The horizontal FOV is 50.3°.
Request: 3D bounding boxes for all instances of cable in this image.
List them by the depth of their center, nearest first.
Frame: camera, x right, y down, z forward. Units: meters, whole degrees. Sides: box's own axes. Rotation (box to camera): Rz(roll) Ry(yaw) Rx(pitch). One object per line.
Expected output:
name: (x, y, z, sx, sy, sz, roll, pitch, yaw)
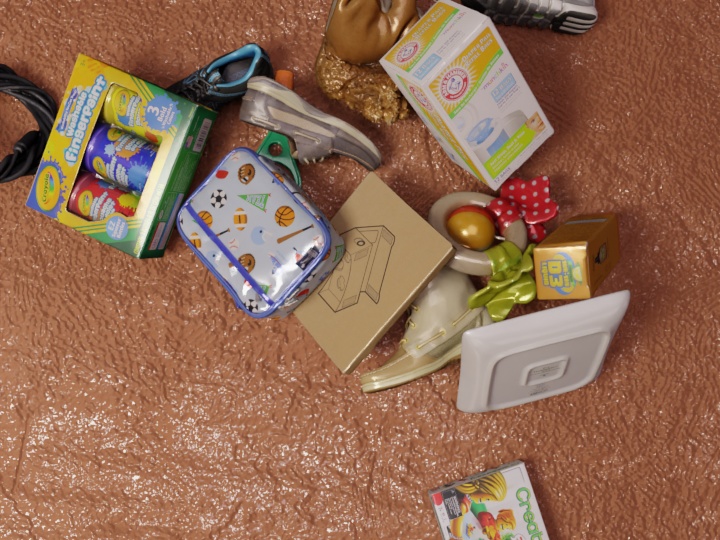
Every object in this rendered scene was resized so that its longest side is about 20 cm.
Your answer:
cable: (-0.450, -0.180, 0.935, 0.163, 0.051, 0.200, 50, 39, 9)

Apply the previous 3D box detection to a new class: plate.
plate: (0.217, 0.110, 0.919, 0.198, 0.200, 0.032, -14, 55, -6)

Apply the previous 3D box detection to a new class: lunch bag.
lunch bag: (-0.126, -0.039, 0.951, 0.160, 0.076, 0.200, -45, 73, 9)

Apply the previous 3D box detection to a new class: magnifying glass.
magnifying glass: (-0.112, -0.168, 1.024, 0.079, 0.022, 0.201, 6, 84, -3)

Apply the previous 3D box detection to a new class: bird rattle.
bird rattle: (0.163, -0.051, 0.954, 0.162, 0.113, 0.201, 15, 58, 0)

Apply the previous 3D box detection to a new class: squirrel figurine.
squirrel figurine: (0.044, -0.290, 1.008, 0.186, 0.142, 0.201, 17, 96, -11)

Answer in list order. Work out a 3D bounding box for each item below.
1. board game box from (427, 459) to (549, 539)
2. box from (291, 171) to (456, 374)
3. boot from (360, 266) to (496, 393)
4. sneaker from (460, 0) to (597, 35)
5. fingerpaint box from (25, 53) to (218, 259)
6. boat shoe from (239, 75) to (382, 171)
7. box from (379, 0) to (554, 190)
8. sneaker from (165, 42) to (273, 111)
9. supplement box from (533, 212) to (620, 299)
board game box: (0.175, 0.356, 0.961, 0.126, 0.035, 0.201, -17, 84, -6)
box: (0.000, 0.000, 0.942, 0.200, 0.021, 0.164, -50, 57, 9)
boot: (0.066, 0.055, 0.973, 0.199, 0.073, 0.156, -24, 86, -13)
sneaker: (0.231, -0.401, 1.054, 0.199, 0.075, 0.116, 11, 77, -12)
fingerpaint box: (-0.295, -0.138, 0.946, 0.166, 0.073, 0.201, 25, 97, 8)
boat shoe: (-0.067, -0.175, 0.994, 0.199, 0.074, 0.074, 28, 93, -13)
box: (0.132, -0.213, 0.938, 0.112, 0.101, 0.200, -44, 132, 1)
sneaker: (-0.207, -0.234, 0.994, 0.200, 0.082, 0.073, -35, 88, -6)
supplement box: (0.267, -0.021, 0.931, 0.068, 0.200, 0.067, -3, 102, 26)
